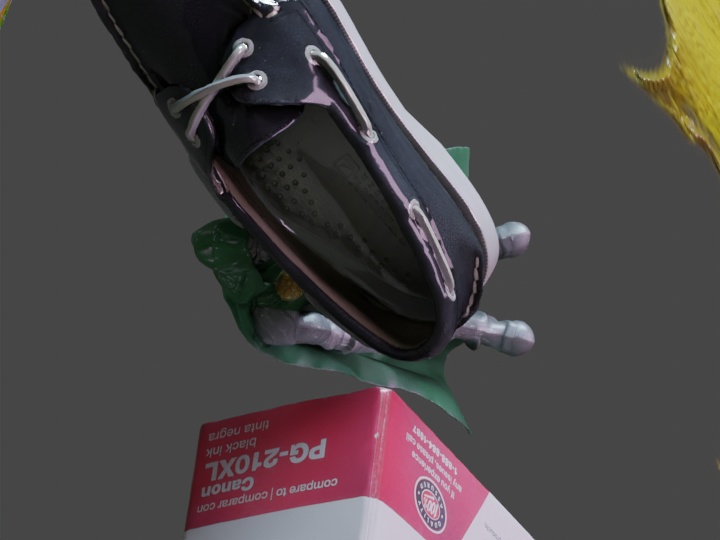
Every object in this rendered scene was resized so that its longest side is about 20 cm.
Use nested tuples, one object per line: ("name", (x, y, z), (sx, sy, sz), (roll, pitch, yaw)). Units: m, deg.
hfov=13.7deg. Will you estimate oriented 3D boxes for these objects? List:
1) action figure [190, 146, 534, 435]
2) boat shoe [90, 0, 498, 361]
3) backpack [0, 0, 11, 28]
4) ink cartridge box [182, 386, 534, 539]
("action figure", (0.000, 0.000, 1.146), (0.200, 0.054, 0.119), (7, 76, -56))
("boat shoe", (-0.028, -0.054, 1.043), (0.200, 0.076, 0.060), (43, 32, -9))
("backpack", (-0.137, -0.134, 0.786), (0.183, 0.199, 0.148), (19, 83, -60))
("ink cartridge box", (-0.001, 0.166, 1.044), (0.145, 0.084, 0.201), (47, 40, -44))
